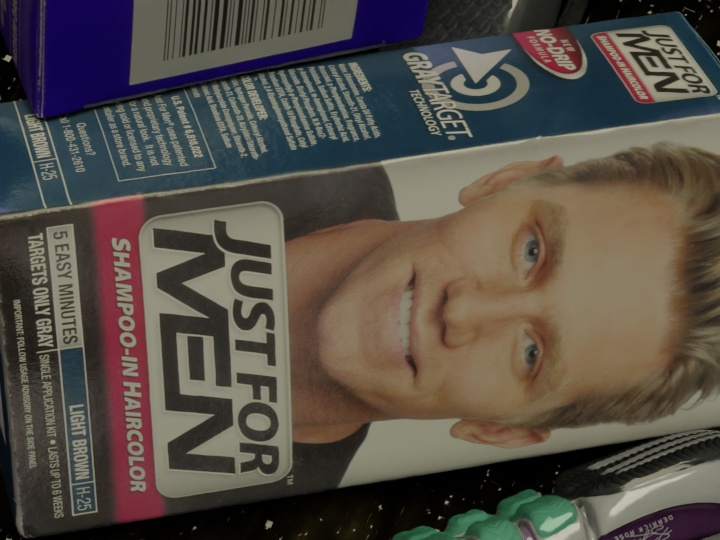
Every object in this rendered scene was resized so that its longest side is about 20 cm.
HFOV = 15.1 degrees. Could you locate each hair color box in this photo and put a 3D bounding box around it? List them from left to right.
[{"bbox_3d":[-0.065,-0.140,0.732,0.109,0.065,0.201,-13,55,-17],"label":"hair color box"},{"bbox_3d":[0.000,0.000,0.714,0.199,0.101,0.061,-9,32,-12],"label":"hair color box"}]

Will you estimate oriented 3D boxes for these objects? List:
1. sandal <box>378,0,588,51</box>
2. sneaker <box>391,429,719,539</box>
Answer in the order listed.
[{"bbox_3d":[0.056,-0.111,0.799,0.043,0.076,0.201,30,63,-23],"label":"sandal"},{"bbox_3d":[0.024,0.110,0.693,0.199,0.074,0.088,-18,92,-5],"label":"sneaker"}]
